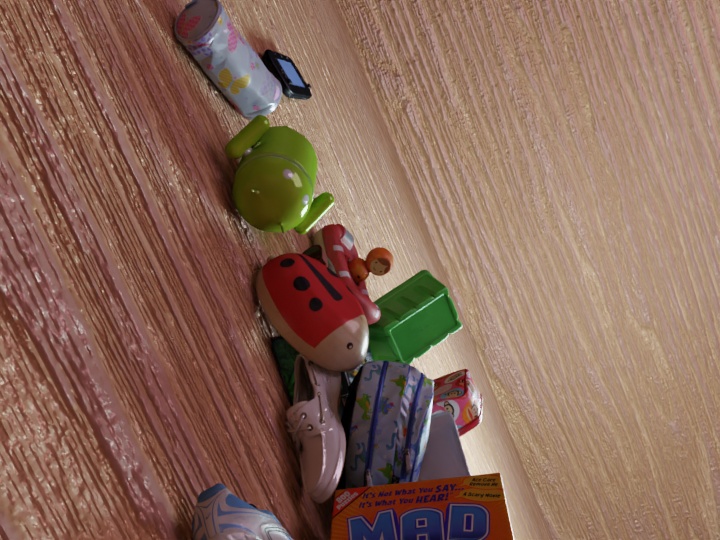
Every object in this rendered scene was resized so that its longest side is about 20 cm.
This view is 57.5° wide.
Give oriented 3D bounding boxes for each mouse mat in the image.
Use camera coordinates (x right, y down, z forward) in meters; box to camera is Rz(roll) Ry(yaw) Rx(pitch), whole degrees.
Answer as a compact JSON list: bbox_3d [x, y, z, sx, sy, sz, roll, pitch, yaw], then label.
[{"bbox_3d":[-0.068,0.168,0.957,0.200,0.007,0.163,0,70,-75],"label":"mouse mat"}]

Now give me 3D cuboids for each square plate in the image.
[{"bbox_3d":[0.087,0.319,0.943,0.028,0.197,0.202,-6,74,-55],"label":"square plate"}]

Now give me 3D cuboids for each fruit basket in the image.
[{"bbox_3d":[0.081,0.108,1.321,0.216,0.213,0.157,-73,141,-69],"label":"fruit basket"}]

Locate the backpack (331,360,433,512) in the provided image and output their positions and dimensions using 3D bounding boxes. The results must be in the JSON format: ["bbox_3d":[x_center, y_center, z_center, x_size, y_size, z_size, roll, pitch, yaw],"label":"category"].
[{"bbox_3d":[0.030,0.219,0.870,0.163,0.152,0.203,-22,106,-76],"label":"backpack"}]

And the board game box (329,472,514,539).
[{"bbox_3d":[0.079,0.379,0.722,0.201,0.197,0.202,-86,166,-61],"label":"board game box"}]

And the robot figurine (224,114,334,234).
[{"bbox_3d":[-0.123,-0.134,0.957,0.176,0.115,0.201,51,22,-28],"label":"robot figurine"}]

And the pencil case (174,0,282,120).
[{"bbox_3d":[-0.198,-0.323,1.013,0.200,0.082,0.092,46,32,-56],"label":"pencil case"}]

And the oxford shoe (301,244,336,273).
[{"bbox_3d":[-0.057,0.040,1.034,0.075,0.070,0.201,50,22,-32],"label":"oxford shoe"}]

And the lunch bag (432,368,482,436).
[{"bbox_3d":[0.113,0.246,1.144,0.083,0.198,0.176,62,15,-5],"label":"lunch bag"}]

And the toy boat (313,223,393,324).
[{"bbox_3d":[0.000,0.000,1.204,0.130,0.129,0.202,43,29,-60],"label":"toy boat"}]

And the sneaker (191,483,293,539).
[{"bbox_3d":[-0.088,0.264,0.613,0.073,0.071,0.201,-109,173,-48],"label":"sneaker"}]

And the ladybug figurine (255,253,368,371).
[{"bbox_3d":[-0.061,0.046,0.892,0.200,0.072,0.135,45,33,15],"label":"ladybug figurine"}]

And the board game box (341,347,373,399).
[{"bbox_3d":[-0.013,0.158,1.126,0.200,0.028,0.137,42,30,-66],"label":"board game box"}]

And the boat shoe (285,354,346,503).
[{"bbox_3d":[-0.065,0.192,0.825,0.069,0.071,0.201,29,32,-28],"label":"boat shoe"}]

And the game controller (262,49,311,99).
[{"bbox_3d":[-0.155,-0.419,1.412,0.200,0.042,0.105,-53,121,-75],"label":"game controller"}]
